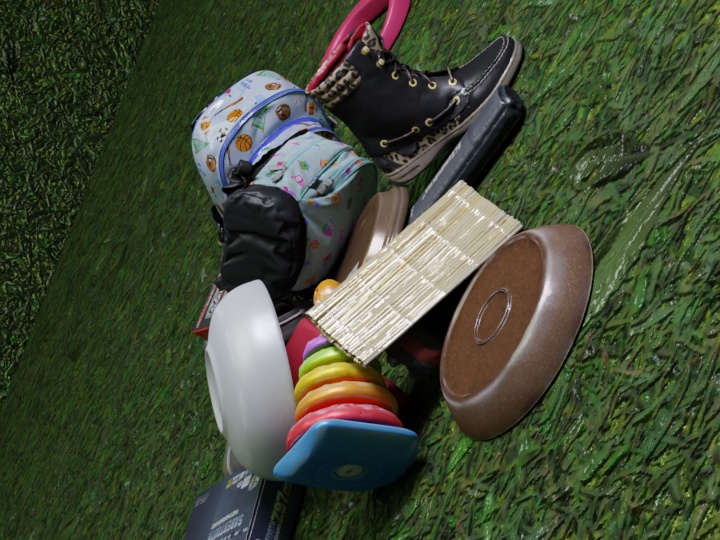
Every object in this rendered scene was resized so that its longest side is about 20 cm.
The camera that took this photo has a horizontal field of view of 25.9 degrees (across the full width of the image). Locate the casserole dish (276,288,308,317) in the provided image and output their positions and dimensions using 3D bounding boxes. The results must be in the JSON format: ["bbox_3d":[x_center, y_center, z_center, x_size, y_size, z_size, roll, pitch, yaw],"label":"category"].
[{"bbox_3d":[-0.100,0.036,1.828,0.200,0.039,0.121,-46,1,-31],"label":"casserole dish"}]

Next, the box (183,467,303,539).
[{"bbox_3d":[-0.136,0.292,1.653,0.200,0.051,0.158,-37,33,54],"label":"box"}]

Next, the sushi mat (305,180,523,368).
[{"bbox_3d":[0.048,0.001,1.420,0.200,0.012,0.096,-41,49,-14],"label":"sushi mat"}]

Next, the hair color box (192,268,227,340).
[{"bbox_3d":[-0.142,0.040,1.997,0.200,0.061,0.102,-17,48,65],"label":"hair color box"}]

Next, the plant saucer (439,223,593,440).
[{"bbox_3d":[0.123,0.044,1.319,0.200,0.034,0.200,-52,20,29],"label":"plant saucer"}]

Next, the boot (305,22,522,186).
[{"bbox_3d":[0.055,-0.200,1.623,0.200,0.151,0.073,-43,21,20],"label":"boot"}]

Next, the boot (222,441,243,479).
[{"bbox_3d":[-0.081,0.134,1.689,0.200,0.072,0.182,131,145,-52],"label":"boot"}]

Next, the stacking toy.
[{"bbox_3d":[-0.019,0.096,1.436,0.116,0.110,0.200,-51,38,47],"label":"stacking toy"}]

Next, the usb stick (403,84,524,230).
[{"bbox_3d":[0.099,-0.100,1.579,0.200,0.033,0.055,-55,21,25],"label":"usb stick"}]

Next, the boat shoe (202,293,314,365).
[{"bbox_3d":[-0.096,0.060,1.716,0.067,0.057,0.200,-13,17,44],"label":"boat shoe"}]

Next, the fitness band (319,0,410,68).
[{"bbox_3d":[0.005,-0.318,2.131,0.200,0.037,0.144,-29,35,58],"label":"fitness band"}]

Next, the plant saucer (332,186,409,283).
[{"bbox_3d":[0.000,0.000,1.662,0.200,0.029,0.200,-158,90,-81],"label":"plant saucer"}]

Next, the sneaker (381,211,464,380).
[{"bbox_3d":[0.060,0.016,1.464,0.098,0.071,0.201,-53,20,31],"label":"sneaker"}]

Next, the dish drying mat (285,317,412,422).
[{"bbox_3d":[-0.023,0.116,1.536,0.200,0.018,0.077,34,95,53],"label":"dish drying mat"}]

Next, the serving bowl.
[{"bbox_3d":[-0.113,0.113,1.538,0.200,0.066,0.201,169,90,-79],"label":"serving bowl"}]

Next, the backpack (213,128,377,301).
[{"bbox_3d":[-0.069,-0.066,1.747,0.200,0.126,0.167,-48,-20,-47],"label":"backpack"}]

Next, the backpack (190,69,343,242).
[{"bbox_3d":[-0.109,-0.138,1.899,0.200,0.191,0.154,-47,41,-16],"label":"backpack"}]
